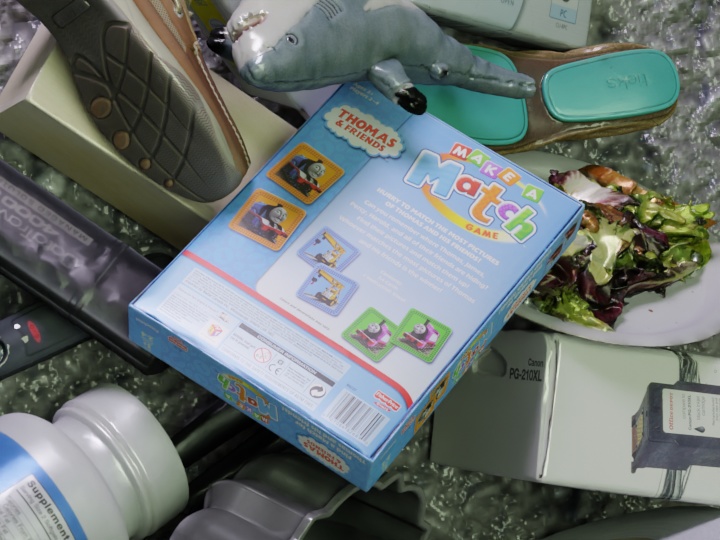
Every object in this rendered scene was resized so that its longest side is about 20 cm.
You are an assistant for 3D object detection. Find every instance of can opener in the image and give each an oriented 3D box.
[{"bbox_3d":[-0.028,0.065,1.374,0.200,0.079,0.063,-30,60,-11],"label":"can opener"},{"bbox_3d":[-0.183,0.036,1.309,0.200,0.063,0.079,-22,96,-23],"label":"can opener"}]

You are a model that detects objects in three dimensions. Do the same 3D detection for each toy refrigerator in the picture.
[{"bbox_3d":[-0.096,-0.062,1.351,0.200,0.070,0.076,34,68,-20],"label":"toy refrigerator"}]

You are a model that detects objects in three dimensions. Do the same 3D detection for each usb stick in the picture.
[{"bbox_3d":[-0.172,-0.017,1.296,0.200,0.033,0.055,34,59,2],"label":"usb stick"}]

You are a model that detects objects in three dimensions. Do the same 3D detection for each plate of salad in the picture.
[{"bbox_3d":[0.123,-0.024,1.389,0.200,0.200,0.048,3,124,-24],"label":"plate of salad"}]

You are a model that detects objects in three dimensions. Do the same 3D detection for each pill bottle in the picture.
[{"bbox_3d":[-0.190,0.143,1.272,0.200,0.112,0.112,-34,102,-30],"label":"pill bottle"}]

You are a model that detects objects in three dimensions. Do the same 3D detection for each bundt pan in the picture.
[{"bbox_3d":[-0.052,0.178,1.314,0.202,0.076,0.202,-40,147,-34],"label":"bundt pan"}]

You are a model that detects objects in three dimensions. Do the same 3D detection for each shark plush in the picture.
[{"bbox_3d":[0.005,-0.105,1.305,0.200,0.083,0.091,23,118,-44],"label":"shark plush"}]

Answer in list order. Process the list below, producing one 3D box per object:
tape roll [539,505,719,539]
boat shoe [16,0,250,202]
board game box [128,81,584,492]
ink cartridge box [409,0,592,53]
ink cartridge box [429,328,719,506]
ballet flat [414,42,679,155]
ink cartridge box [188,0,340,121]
[{"bbox_3d":[0.125,0.196,1.354,0.200,0.200,0.066,-23,99,-23],"label":"tape roll"},{"bbox_3d":[-0.114,-0.128,1.272,0.200,0.076,0.072,57,47,-14],"label":"boat shoe"},{"bbox_3d":[0.000,0.000,1.283,0.151,0.037,0.200,32,58,16],"label":"board game box"},{"bbox_3d":[0.078,-0.234,1.407,0.160,0.047,0.201,8,91,-47],"label":"ink cartridge box"},{"bbox_3d":[0.158,0.086,1.416,0.200,0.145,0.085,9,86,-23],"label":"ink cartridge box"},{"bbox_3d":[0.087,-0.097,1.430,0.200,0.072,0.068,-8,80,-24],"label":"ballet flat"},{"bbox_3d":[-0.023,-0.198,1.372,0.198,0.047,0.200,-57,136,-25],"label":"ink cartridge box"}]
